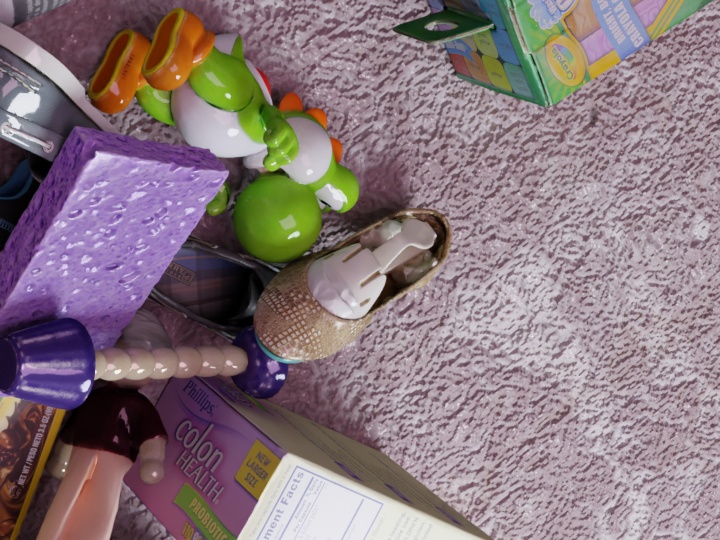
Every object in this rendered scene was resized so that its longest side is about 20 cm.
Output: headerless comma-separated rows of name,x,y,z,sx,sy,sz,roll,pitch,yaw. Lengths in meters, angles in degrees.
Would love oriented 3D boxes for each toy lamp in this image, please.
toy lamp,-0.139,0.058,1.079,0.199,0.058,0.058,3,106,-44

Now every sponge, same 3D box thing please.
sponge,-0.174,0.000,1.056,0.111,0.030,0.200,3,130,-49

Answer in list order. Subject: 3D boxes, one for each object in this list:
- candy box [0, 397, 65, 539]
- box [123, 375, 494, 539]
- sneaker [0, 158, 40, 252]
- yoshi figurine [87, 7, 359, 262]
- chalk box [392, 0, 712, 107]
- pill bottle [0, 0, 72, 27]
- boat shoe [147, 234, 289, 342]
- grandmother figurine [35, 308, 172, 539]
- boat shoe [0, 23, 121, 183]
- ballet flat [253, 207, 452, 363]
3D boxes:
candy box,-0.271,0.152,1.134,0.102,0.026,0.201,18,97,-30
box,-0.036,0.168,1.181,0.200,0.176,0.097,29,92,-33
sneaker,-0.272,-0.016,1.055,0.199,0.073,0.082,-17,112,-35
yoshi figurine,-0.082,-0.074,1.122,0.112,0.113,0.200,-46,126,11
chalk box,0.119,-0.198,1.173,0.200,0.124,0.124,-33,120,-14
pill bottle,-0.195,-0.208,1.000,0.199,0.113,0.114,-28,118,-19
boat shoe,-0.084,0.020,1.174,0.199,0.057,0.069,23,95,-33
grandmother figurine,-0.170,0.120,1.129,0.061,0.121,0.201,35,65,-50
boat shoe,-0.188,-0.077,1.037,0.062,0.073,0.200,-57,158,-12
ballet flat,0.000,0.000,1.164,0.071,0.065,0.200,48,37,4
